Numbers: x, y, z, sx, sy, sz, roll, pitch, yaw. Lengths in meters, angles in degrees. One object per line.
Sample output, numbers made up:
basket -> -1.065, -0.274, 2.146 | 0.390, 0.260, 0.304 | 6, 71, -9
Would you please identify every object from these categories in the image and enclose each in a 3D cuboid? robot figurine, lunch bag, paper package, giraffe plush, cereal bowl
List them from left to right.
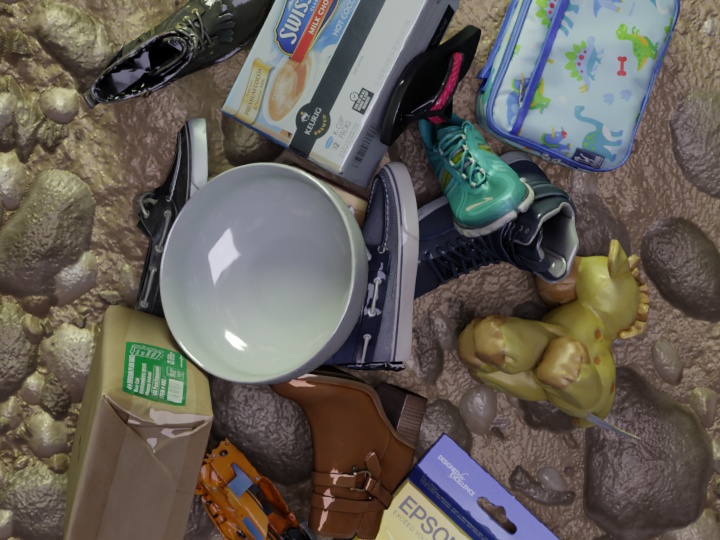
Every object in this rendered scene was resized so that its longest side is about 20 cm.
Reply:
paper package -> -0.207, 0.159, 1.375 | 0.102, 0.200, 0.192 | 11, 109, -12
robot figurine -> -0.094, 0.258, 1.454 | 0.058, 0.145, 0.201 | -37, 90, -23
cereal bowl -> -0.078, 0.007, 1.362 | 0.198, 0.083, 0.202 | -4, 81, 25
lunch bag -> 0.206, -0.203, 1.454 | 0.159, 0.082, 0.202 | 22, 93, -9
giraffe plush -> 0.211, 0.052, 1.466 | 0.199, 0.173, 0.163 | 25, 78, -6

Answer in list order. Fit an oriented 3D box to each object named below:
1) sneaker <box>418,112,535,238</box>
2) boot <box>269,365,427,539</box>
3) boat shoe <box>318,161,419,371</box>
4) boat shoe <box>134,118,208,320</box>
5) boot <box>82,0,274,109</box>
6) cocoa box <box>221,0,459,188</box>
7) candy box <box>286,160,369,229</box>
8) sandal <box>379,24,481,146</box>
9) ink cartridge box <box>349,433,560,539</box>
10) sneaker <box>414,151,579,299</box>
sneaker -> 0.097, -0.094, 1.394 | 0.077, 0.200, 0.080 | -34, 121, 0
boot -> -0.030, 0.174, 1.439 | 0.199, 0.076, 0.157 | 21, 89, -45
boat shoe -> 0.000, 0.000, 1.403 | 0.092, 0.075, 0.202 | -3, 101, -17
boat shoe -> -0.181, -0.047, 1.430 | 0.063, 0.071, 0.202 | 6, 99, -10
boot -> -0.158, -0.204, 1.356 | 0.199, 0.174, 0.070 | -35, 101, -1
cocoa box -> -0.016, -0.198, 1.382 | 0.130, 0.133, 0.201 | 28, 94, 11
candy box -> -0.059, 0.009, 1.462 | 0.115, 0.055, 0.202 | 25, 94, -13
sandal -> 0.077, -0.172, 1.391 | 0.045, 0.200, 0.076 | 30, 130, 14
ink cartridge box -> 0.090, 0.306, 1.516 | 0.197, 0.047, 0.200 | 42, 94, 2
sneaker -> 0.115, -0.017, 1.432 | 0.202, 0.146, 0.077 | -40, 128, 1
